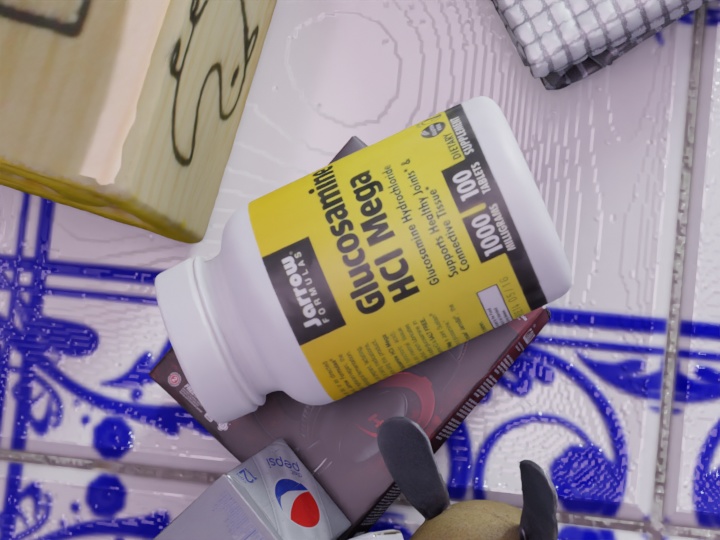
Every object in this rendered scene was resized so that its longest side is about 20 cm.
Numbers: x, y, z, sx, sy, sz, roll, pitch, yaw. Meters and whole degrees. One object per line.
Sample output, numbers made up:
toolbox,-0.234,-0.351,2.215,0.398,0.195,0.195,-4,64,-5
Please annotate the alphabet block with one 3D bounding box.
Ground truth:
alphabet block,-0.166,-0.146,0.990,0.194,0.195,0.202,16,86,11

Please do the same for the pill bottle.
pill bottle,0.000,0.000,0.913,0.198,0.112,0.113,-25,81,4

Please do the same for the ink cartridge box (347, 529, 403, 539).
ink cartridge box,-0.042,0.251,0.862,0.196,0.047,0.202,-21,76,25

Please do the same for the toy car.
toy car,0.053,0.179,0.896,0.163,0.157,0.202,14,116,34

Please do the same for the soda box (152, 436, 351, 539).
soda box,-0.099,0.179,0.965,0.064,0.068,0.200,49,117,7

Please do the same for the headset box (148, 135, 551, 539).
headset box,0.003,0.034,1.005,0.148,0.075,0.200,42,90,10

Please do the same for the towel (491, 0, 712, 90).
towel,0.130,-0.219,1.016,0.164,0.086,0.201,-28,79,2
